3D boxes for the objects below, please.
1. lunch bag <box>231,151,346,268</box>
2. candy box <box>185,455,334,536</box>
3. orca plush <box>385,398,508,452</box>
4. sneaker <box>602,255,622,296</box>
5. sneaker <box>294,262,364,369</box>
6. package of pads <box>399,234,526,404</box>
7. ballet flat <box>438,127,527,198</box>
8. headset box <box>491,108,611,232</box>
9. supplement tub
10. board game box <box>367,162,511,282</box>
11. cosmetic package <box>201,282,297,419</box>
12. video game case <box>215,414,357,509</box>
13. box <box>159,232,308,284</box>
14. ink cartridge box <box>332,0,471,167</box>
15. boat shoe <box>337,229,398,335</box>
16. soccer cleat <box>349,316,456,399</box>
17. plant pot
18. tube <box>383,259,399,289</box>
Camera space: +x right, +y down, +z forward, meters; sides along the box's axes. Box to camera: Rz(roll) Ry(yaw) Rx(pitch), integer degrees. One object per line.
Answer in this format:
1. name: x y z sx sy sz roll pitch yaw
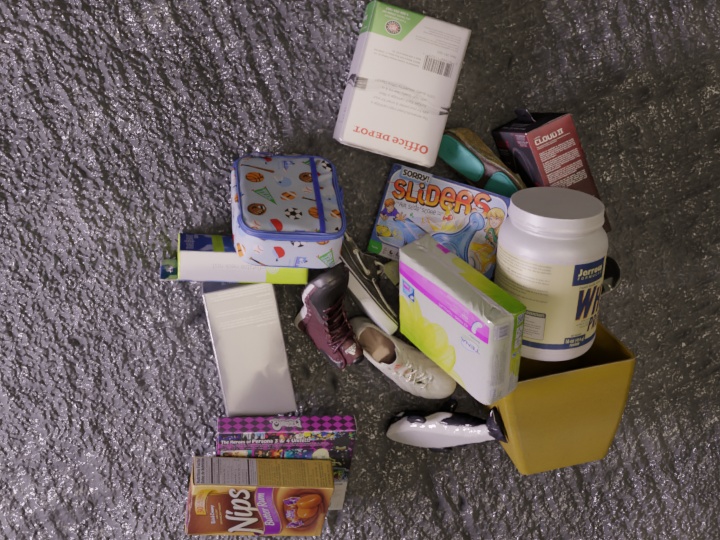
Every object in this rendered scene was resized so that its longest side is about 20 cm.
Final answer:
1. lunch bag: -0.096 -0.088 1.377 0.159 0.201 0.076 1 131 -9
2. candy box: -0.145 0.324 1.435 0.199 0.057 0.117 5 130 -12
3. orca plush: 0.129 0.214 1.493 0.105 0.199 0.071 36 55 -27
4. sneaker: 0.301 0.038 1.531 0.199 0.088 0.075 -15 76 16
5. sneaker: -0.027 0.071 1.400 0.075 0.200 0.116 -32 77 -20
6. package of pads: 0.130 0.068 1.351 0.068 0.200 0.155 -25 134 -26
7. ballet flat: 0.192 -0.135 1.451 0.071 0.071 0.200 -43 73 -1
8. headset box: 0.269 -0.142 1.454 0.075 0.149 0.201 -24 104 -7
9. supplement tub: 0.252 0.003 1.346 0.144 0.145 0.201 -3 115 -10
10. board game box: 0.117 -0.062 1.435 0.199 0.034 0.136 19 96 29
11. cosmetic package: -0.160 0.110 1.448 0.106 0.090 0.201 -10 104 -8
12. video game case: -0.113 0.284 1.468 0.199 0.036 0.182 0 130 -10
13. box: -0.177 -0.017 1.403 0.199 0.122 0.048 2 103 -11
14. ink cartridge box: 0.055 -0.261 1.427 0.145 0.084 0.201 15 96 -12
15. boat shoe: 0.000 0.000 1.446 0.064 0.071 0.200 -36 85 -5
16. soccer cleat: 0.061 0.137 1.496 0.199 0.078 0.070 34 92 -14
17. plant pot: 0.275 0.183 1.496 0.199 0.200 0.178 -10 113 -9
18. tube: 0.127 -0.041 1.499 0.200 0.052 0.058 -41 66 3
